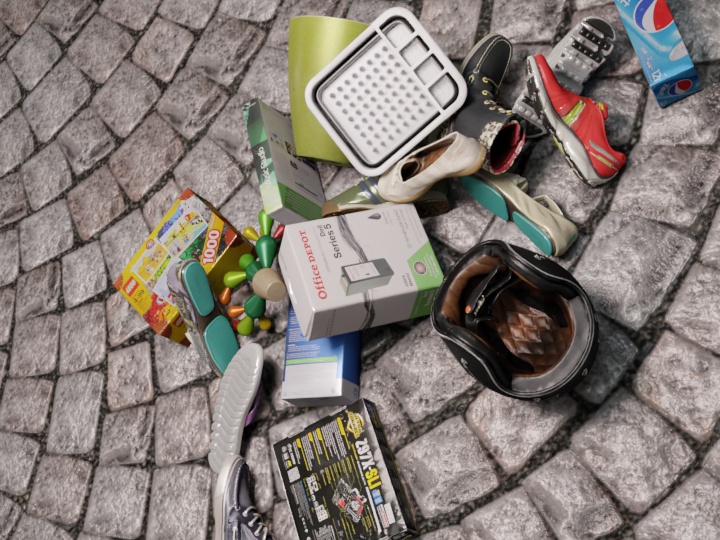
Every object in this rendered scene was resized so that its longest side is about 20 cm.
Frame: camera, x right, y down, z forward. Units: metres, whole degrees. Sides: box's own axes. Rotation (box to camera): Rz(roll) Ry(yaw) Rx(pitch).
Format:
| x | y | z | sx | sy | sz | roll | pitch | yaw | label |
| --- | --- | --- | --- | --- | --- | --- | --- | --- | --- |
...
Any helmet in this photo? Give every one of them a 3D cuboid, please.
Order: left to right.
| x | y | z | sx | sy | sz | roll | pitch | yaw | label |
| --- | --- | --- | --- | --- | --- | --- | --- | --- | --- |
| 0.205 | 0.070 | 1.354 | 0.200 | 0.190 | 0.201 | -45 | 23 | 25 | helmet |

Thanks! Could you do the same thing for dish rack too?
| x | y | z | sx | sy | sz | roll | pitch | yaw | label |
| --- | --- | --- | --- | --- | --- | --- | --- | --- | --- |
| 0.037 | -0.253 | 1.519 | 0.200 | 0.044 | 0.172 | -39 | 88 | 14 | dish rack |

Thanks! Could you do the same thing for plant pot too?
| x | y | z | sx | sy | sz | roll | pitch | yaw | label |
| --- | --- | --- | --- | --- | --- | --- | --- | --- | --- |
| -0.035 | -0.266 | 1.632 | 0.185 | 0.187 | 0.203 | 11 | 91 | 31 | plant pot |

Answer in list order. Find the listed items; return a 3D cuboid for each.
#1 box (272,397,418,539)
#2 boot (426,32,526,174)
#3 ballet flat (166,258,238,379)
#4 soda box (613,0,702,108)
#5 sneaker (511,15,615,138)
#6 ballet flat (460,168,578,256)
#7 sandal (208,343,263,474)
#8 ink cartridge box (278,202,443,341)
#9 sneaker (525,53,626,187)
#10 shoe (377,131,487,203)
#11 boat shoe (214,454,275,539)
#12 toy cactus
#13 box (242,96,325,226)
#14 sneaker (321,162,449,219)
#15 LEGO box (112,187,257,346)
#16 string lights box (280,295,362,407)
| x | y | z | sx | sy | sz | roll | pitch | yaw | label |
| --- | --- | --- | --- | --- | --- | --- | --- | --- | --- |
| -0.025 | 0.302 | 1.476 | 0.159 | 0.049 | 0.202 | -29 | 60 | 14 | box |
| 0.189 | -0.232 | 1.497 | 0.205 | 0.073 | 0.153 | -61 | 33 | 0 | boot |
| -0.243 | 0.074 | 1.625 | 0.071 | 0.202 | 0.072 | -17 | 20 | 6 | ballet flat |
| 0.403 | -0.331 | 1.466 | 0.064 | 0.068 | 0.202 | -24 | 62 | 19 | soda box |
| 0.285 | -0.275 | 1.517 | 0.200 | 0.075 | 0.081 | -51 | 13 | 19 | sneaker |
| 0.225 | -0.093 | 1.485 | 0.070 | 0.069 | 0.200 | -48 | 59 | 5 | ballet flat |
| -0.180 | 0.207 | 1.600 | 0.082 | 0.049 | 0.205 | 23 | 96 | 48 | sandal |
| 0.000 | 0.000 | 1.494 | 0.198 | 0.084 | 0.147 | -11 | 61 | -18 | ink cartridge box |
| 0.294 | -0.214 | 1.455 | 0.084 | 0.077 | 0.201 | -32 | 94 | 3 | sneaker |
| 0.087 | -0.147 | 1.472 | 0.199 | 0.053 | 0.071 | -19 | 55 | 46 | shoe |
| -0.156 | 0.367 | 1.517 | 0.092 | 0.075 | 0.203 | -1 | 79 | 21 | boat shoe |
| -0.144 | 0.015 | 1.600 | 0.202 | 0.101 | 0.165 | -68 | 26 | 7 | toy cactus |
| -0.112 | -0.152 | 1.636 | 0.036 | 0.144 | 0.202 | -28 | 60 | 22 | box |
| 0.038 | -0.124 | 1.592 | 0.198 | 0.067 | 0.091 | -6 | 68 | 21 | sneaker |
| -0.280 | -0.005 | 1.713 | 0.149 | 0.077 | 0.201 | 40 | 93 | 33 | LEGO box |
| -0.054 | 0.094 | 1.563 | 0.102 | 0.059 | 0.202 | -6 | 69 | 27 | string lights box |
